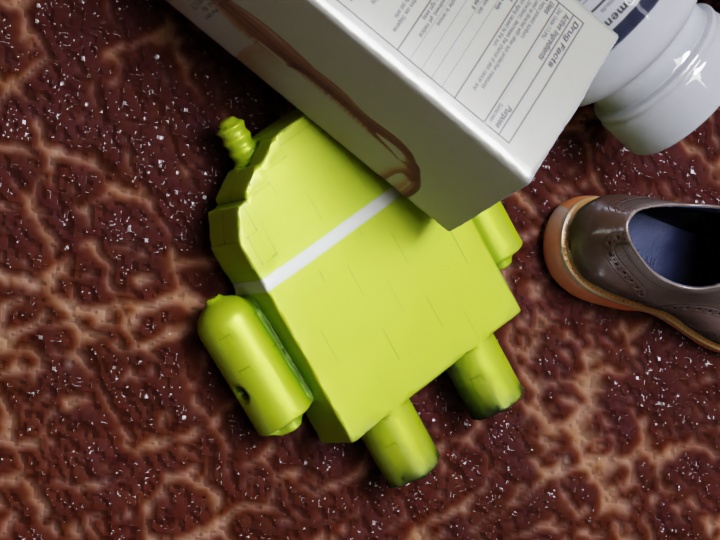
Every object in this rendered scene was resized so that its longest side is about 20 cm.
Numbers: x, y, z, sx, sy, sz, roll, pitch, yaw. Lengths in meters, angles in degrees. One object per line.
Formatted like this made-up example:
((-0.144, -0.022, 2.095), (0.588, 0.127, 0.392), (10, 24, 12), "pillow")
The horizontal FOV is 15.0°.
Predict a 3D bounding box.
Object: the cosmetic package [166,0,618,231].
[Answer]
((0.008, -0.125, 1.298), (0.200, 0.087, 0.104), (40, 60, -10), "cosmetic package")

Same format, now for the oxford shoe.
((0.196, 0.003, 1.443), (0.199, 0.073, 0.072), (10, 79, -29), "oxford shoe")

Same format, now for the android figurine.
((0.000, 0.000, 1.348), (0.182, 0.041, 0.200), (-38, 104, -27), "android figurine")

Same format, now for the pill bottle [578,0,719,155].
((0.102, -0.154, 1.383), (0.200, 0.111, 0.111), (44, 66, -20), "pill bottle")
